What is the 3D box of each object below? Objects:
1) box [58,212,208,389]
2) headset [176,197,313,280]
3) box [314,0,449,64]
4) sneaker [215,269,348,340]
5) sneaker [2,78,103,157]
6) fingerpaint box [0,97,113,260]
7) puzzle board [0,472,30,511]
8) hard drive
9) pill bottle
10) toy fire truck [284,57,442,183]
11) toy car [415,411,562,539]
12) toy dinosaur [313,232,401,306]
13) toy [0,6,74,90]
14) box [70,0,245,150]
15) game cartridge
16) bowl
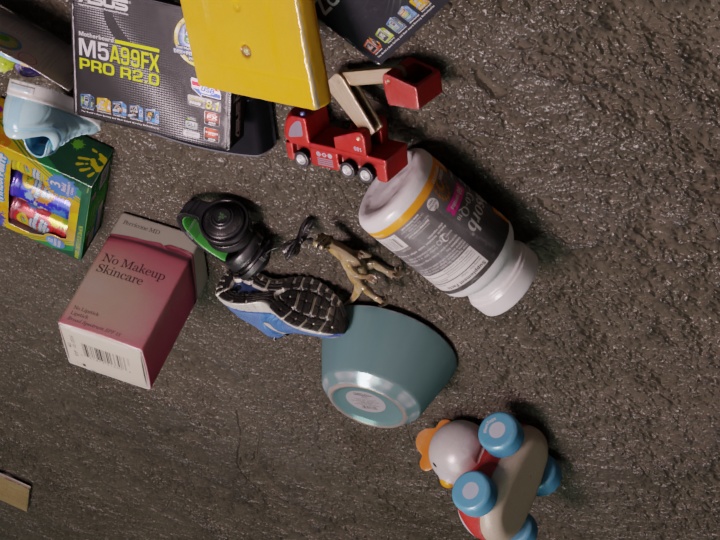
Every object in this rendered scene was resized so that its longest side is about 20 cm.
[{"bbox_3d":[-0.309,0.041,1.882,0.127,0.200,0.109,17,147,10],"label":"box"},{"bbox_3d":[-0.151,-0.050,1.796,0.200,0.094,0.124,16,154,41],"label":"headset"},{"bbox_3d":[0.014,-0.304,1.323,0.161,0.049,0.200,38,145,-14],"label":"box"},{"bbox_3d":[-0.101,0.053,1.899,0.199,0.079,0.089,17,156,27],"label":"sneaker"},{"bbox_3d":[-0.378,-0.176,1.656,0.074,0.082,0.200,19,-178,18],"label":"sneaker"},{"bbox_3d":[-0.432,-0.118,1.850,0.166,0.073,0.200,25,147,-2],"label":"fingerpaint box"},{"bbox_3d":[-0.807,0.451,2.962,0.200,0.017,0.151,25,149,-2],"label":"puzzle board"},{"bbox_3d":[-0.201,-0.200,1.615,0.199,0.042,0.135,15,147,13],"label":"hard drive"},{"bbox_3d":[0.104,-0.041,1.583,0.200,0.117,0.116,37,145,-22],"label":"pill bottle"},{"bbox_3d":[-0.003,-0.172,1.508,0.200,0.049,0.141,17,130,32],"label":"toy fire truck"},{"bbox_3d":[0.159,0.290,1.995,0.200,0.177,0.184,14,160,38],"label":"toy car"},{"bbox_3d":[0.000,0.000,1.782,0.101,0.058,0.200,28,165,26],"label":"toy dinosaur"},{"bbox_3d":[-0.419,-0.264,1.592,0.200,0.115,0.047,32,116,-10],"label":"toy"},{"bbox_3d":[-0.225,-0.233,1.527,0.199,0.044,0.161,15,123,14],"label":"box"},{"bbox_3d":[-0.113,-0.269,1.368,0.176,0.032,0.201,17,127,38],"label":"game cartridge"},{"bbox_3d":[0.026,0.147,1.906,0.200,0.105,0.201,15,149,9],"label":"bowl"}]
